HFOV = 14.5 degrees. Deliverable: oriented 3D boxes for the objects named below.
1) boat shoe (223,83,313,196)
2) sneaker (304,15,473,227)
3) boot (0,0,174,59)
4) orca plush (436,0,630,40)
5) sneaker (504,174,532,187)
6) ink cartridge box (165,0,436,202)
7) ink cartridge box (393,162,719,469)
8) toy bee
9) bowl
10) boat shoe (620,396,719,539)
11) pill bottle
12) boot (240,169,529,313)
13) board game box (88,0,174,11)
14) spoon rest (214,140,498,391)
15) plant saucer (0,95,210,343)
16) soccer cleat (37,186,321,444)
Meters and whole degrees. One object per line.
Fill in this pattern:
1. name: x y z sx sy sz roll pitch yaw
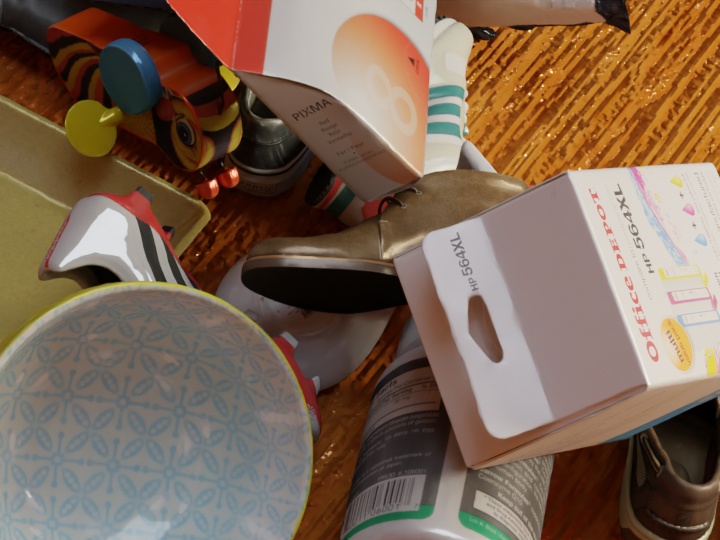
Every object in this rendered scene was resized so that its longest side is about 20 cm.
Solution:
1. boat shoe: -0.034 -0.131 1.859 0.072 0.071 0.200 18 43 2
2. sneaker: 0.042 -0.082 1.850 0.093 0.070 0.200 37 45 -4
3. boot: -0.179 -0.197 1.880 0.199 0.073 0.182 16 58 8
4. orca plush: 0.097 -0.212 1.922 0.199 0.105 0.071 1 62 40
5. sneaker: 0.135 -0.008 1.726 0.074 0.087 0.200 -34 31 -28
6. ink cartridge box: -0.031 -0.160 1.640 0.200 0.050 0.163 46 35 -37
7. ink cartridge box: 0.124 0.024 1.562 0.200 0.125 0.129 -6 73 -57
8. toy bee: -0.120 -0.098 1.744 0.131 0.109 0.200 -19 22 -16
9. bowl: -0.137 0.100 1.567 0.199 0.201 0.108 -6 7 -21
10. boat shoe: 0.197 0.078 1.715 0.074 0.075 0.203 9 46 -9
11. pill bottle: 0.054 0.114 1.622 0.113 0.113 0.200 16 45 -1
12. boot: 0.020 -0.018 1.678 0.199 0.074 0.076 -1 75 -24
13. board game box: -0.063 -0.182 1.785 0.135 0.035 0.200 9 10 29
14. spoon rest: 0.000 0.000 1.737 0.200 0.061 0.099 -35 75 -12
15. plant saucer: -0.222 -0.010 1.706 0.199 0.049 0.200 28 46 9
16. soccer cleat: -0.104 0.041 1.645 0.200 0.069 0.085 49 54 -13
